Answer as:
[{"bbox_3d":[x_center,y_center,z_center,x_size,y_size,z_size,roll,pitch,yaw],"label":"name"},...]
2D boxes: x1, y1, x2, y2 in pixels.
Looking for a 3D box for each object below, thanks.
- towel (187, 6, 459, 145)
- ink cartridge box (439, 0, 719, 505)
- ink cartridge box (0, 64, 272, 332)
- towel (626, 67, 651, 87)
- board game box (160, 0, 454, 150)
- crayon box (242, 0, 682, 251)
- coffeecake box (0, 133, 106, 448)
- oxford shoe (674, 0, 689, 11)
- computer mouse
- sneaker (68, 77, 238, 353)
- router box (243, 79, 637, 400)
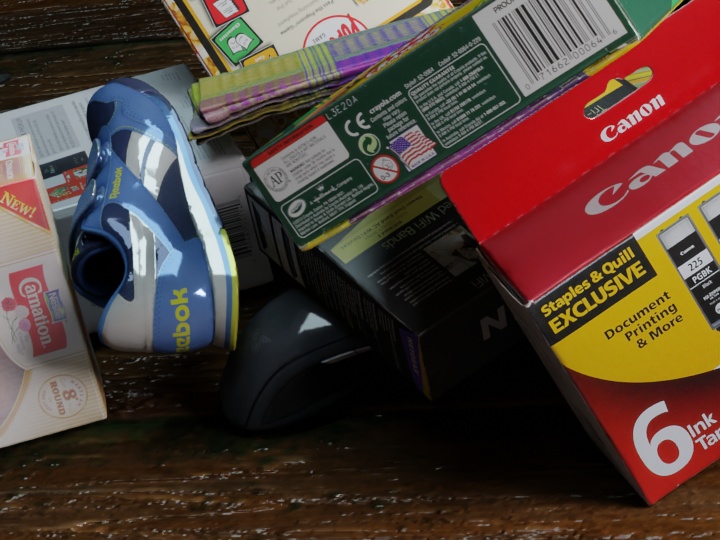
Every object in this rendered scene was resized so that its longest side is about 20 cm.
[{"bbox_3d":[-0.009,-0.117,1.558,0.200,0.023,0.144,-17,12,-1],"label":"towel"},{"bbox_3d":[0.166,-0.021,1.275,0.200,0.176,0.084,-35,26,-1],"label":"ink cartridge box"},{"bbox_3d":[-0.165,-0.041,1.650,0.175,0.084,0.200,-16,24,-8],"label":"ink cartridge box"},{"bbox_3d":[0.203,-0.091,1.532,0.086,0.018,0.200,-13,20,-2],"label":"towel"},{"bbox_3d":[-0.050,-0.189,1.658,0.151,0.200,0.046,-32,-8,-1],"label":"board game box"},{"bbox_3d":[0.061,-0.102,1.287,0.200,0.058,0.173,-32,6,26],"label":"crayon box"},{"bbox_3d":[-0.257,0.029,1.481,0.200,0.154,0.073,-16,25,-3],"label":"coffeecake box"},{"bbox_3d":[0.230,-0.176,1.733,0.084,0.073,0.200,34,29,0],"label":"oxford shoe"},{"bbox_3d":[0.000,0.000,1.462,0.200,0.046,0.141,-26,40,4],"label":"computer mouse"},{"bbox_3d":[-0.127,-0.032,1.470,0.082,0.074,0.200,-13,46,-13],"label":"sneaker"},{"bbox_3d":[0.064,-0.039,1.418,0.200,0.052,0.157,-32,47,-19],"label":"router box"}]
